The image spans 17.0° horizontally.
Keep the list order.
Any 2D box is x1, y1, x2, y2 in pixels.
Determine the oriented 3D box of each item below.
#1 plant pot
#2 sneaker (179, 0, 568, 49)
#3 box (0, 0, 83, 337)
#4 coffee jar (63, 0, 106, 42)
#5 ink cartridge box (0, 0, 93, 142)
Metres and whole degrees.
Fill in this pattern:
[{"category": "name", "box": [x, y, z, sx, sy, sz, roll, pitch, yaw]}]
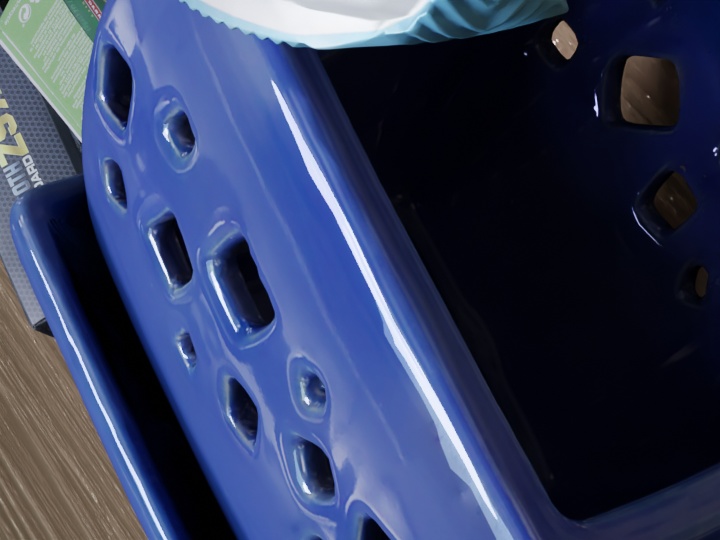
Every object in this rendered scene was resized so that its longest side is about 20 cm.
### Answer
[{"category": "plant pot", "box": [0.029, 0.005, 0.661, 0.180, 0.199, 0.201, -46, 68, 48]}, {"category": "sneaker", "box": [-0.014, -0.113, 0.515, 0.200, 0.076, 0.081, -124, 31, -48]}, {"category": "box", "box": [-0.123, -0.036, 1.088, 0.159, 0.051, 0.200, 64, -172, 15]}, {"category": "coffee jar", "box": [-0.036, -0.135, 0.774, 0.105, 0.085, 0.200, 60, 152, -5]}, {"category": "ink cartridge box", "box": [-0.045, -0.043, 0.974, 0.048, 0.145, 0.200, -56, 50, 18]}]
